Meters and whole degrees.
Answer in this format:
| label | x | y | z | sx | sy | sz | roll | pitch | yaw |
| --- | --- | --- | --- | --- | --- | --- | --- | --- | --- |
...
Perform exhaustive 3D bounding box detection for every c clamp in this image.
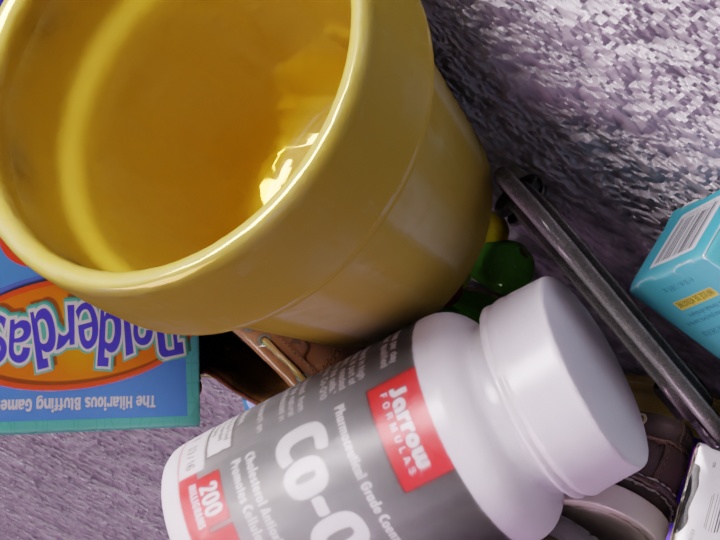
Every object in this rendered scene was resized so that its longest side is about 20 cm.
| label | x | y | z | sx | sy | sz | roll | pitch | yaw |
| --- | --- | --- | --- | --- | --- | --- | --- | --- | --- |
| c clamp | 0.120 | 0.021 | 1.205 | 0.200 | 0.027 | 0.171 | 49 | -174 | -19 |

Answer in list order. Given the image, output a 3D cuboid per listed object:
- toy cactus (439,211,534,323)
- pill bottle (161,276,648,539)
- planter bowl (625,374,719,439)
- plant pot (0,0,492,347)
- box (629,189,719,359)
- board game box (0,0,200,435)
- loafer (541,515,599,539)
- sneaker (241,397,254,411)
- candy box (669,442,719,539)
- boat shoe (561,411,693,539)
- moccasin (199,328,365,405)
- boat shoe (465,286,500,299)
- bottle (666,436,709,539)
| label | x | y | z | sx | sy | sz | roll | pitch | yaw |
| --- | --- | --- | --- | --- | --- | --- | --- | --- | --- |
| toy cactus | 0.000 | 0.000 | 1.291 | 0.165 | 0.103 | 0.200 | 33 | 169 | -23 |
| pill bottle | 0.020 | 0.089 | 1.152 | 0.199 | 0.114 | 0.114 | -29 | 129 | 17 |
| planter bowl | 0.188 | 0.149 | 1.389 | 0.200 | 0.084 | 0.201 | 29 | 160 | 11 |
| plant pot | -0.039 | -0.056 | 1.128 | 0.200 | 0.202 | 0.189 | 18 | 172 | 35 |
| box | 0.223 | 0.041 | 1.136 | 0.200 | 0.049 | 0.082 | 36 | 160 | -8 |
| board game box | -0.144 | -0.025 | 1.178 | 0.045 | 0.201 | 0.152 | -2 | 179 | 44 |
| loafer | 0.060 | 0.155 | 1.226 | 0.075 | 0.070 | 0.199 | 40 | 157 | -31 |
| sneaker | -0.034 | 0.045 | 1.503 | 0.079 | 0.131 | 0.201 | -2 | 117 | 2 |
| candy box | 0.249 | 0.146 | 1.166 | 0.199 | 0.061 | 0.136 | 12 | 163 | 18 |
| boat shoe | 0.085 | 0.097 | 1.246 | 0.072 | 0.060 | 0.200 | 38 | 158 | -27 |
| moccasin | -0.082 | 0.030 | 1.274 | 0.201 | 0.078 | 0.074 | 26 | 144 | 29 |
| boat shoe | 0.049 | 0.065 | 1.421 | 0.072 | 0.072 | 0.200 | 36 | 160 | -9 |
| bottle | 0.104 | 0.116 | 1.327 | 0.199 | 0.065 | 0.084 | 5 | 133 | 43 |
